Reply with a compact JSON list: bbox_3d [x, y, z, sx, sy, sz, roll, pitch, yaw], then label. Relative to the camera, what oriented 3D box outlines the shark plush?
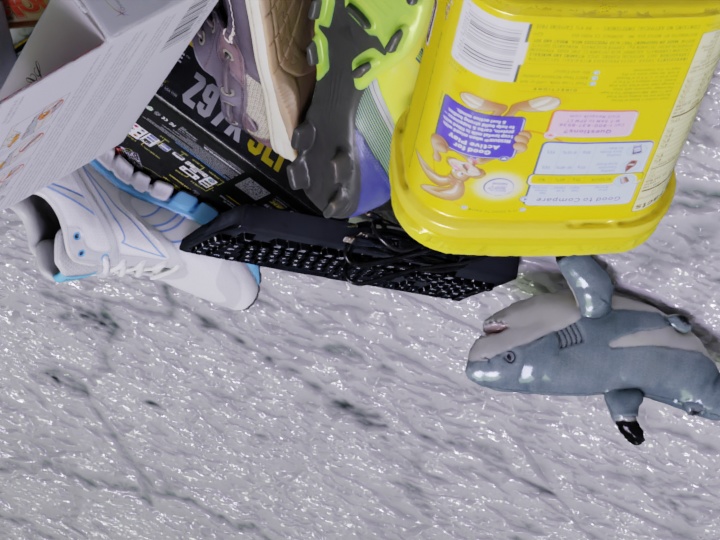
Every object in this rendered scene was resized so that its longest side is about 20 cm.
[{"bbox_3d":[0.165,0.070,1.357,0.199,0.084,0.091,28,150,-9],"label":"shark plush"}]

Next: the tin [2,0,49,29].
[{"bbox_3d":[-0.220,-0.184,1.257,0.199,0.042,0.112,0,140,35],"label":"tin"}]

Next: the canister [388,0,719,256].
[{"bbox_3d":[0.099,-0.095,1.097,0.148,0.087,0.200,0,149,-8],"label":"canister"}]

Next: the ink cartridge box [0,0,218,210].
[{"bbox_3d":[-0.166,-0.087,1.148,0.044,0.173,0.200,53,147,5],"label":"ink cartridge box"}]

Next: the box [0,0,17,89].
[{"bbox_3d":[-0.271,-0.122,1.197,0.106,0.153,0.200,12,149,9],"label":"box"}]

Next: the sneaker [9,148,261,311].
[{"bbox_3d":[-0.150,-0.019,1.335,0.200,0.087,0.075,33,148,-22],"label":"sneaker"}]

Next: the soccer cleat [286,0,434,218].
[{"bbox_3d":[0.015,-0.113,1.192,0.065,0.084,0.201,42,139,24],"label":"soccer cleat"}]

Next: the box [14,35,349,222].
[{"bbox_3d":[-0.118,-0.076,1.353,0.200,0.049,0.159,36,151,-22],"label":"box"}]

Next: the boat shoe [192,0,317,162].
[{"bbox_3d":[-0.059,-0.128,1.202,0.064,0.072,0.200,12,153,14],"label":"boat shoe"}]

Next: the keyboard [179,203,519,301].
[{"bbox_3d":[0.000,0.000,1.325,0.199,0.040,0.104,9,158,-29],"label":"keyboard"}]
